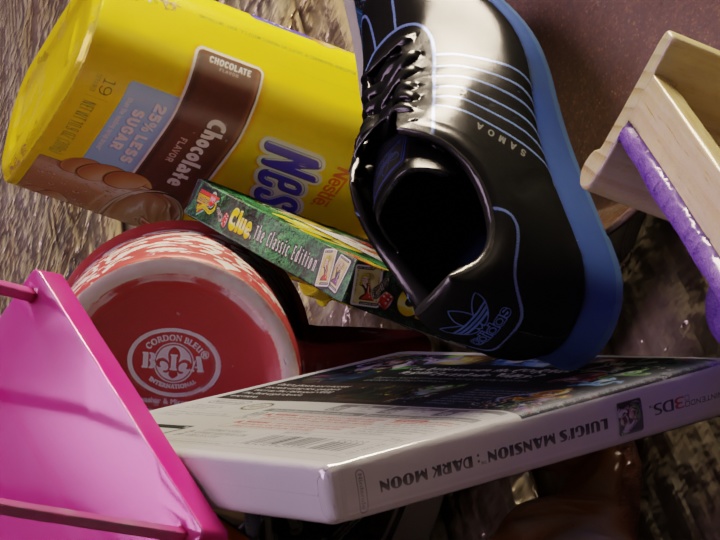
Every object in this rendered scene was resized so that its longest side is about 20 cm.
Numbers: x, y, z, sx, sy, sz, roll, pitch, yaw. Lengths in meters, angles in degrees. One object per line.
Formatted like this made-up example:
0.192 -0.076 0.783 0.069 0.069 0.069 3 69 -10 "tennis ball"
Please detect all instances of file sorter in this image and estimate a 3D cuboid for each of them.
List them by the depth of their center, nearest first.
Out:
-0.173 0.107 0.778 0.200 0.125 0.139 -53 50 19 "file sorter"

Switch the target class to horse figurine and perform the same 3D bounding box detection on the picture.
0.066 0.119 0.799 0.200 0.132 0.050 -134 22 -68 "horse figurine"

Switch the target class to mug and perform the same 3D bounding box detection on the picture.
-0.066 0.033 1.034 0.177 0.133 0.200 -28 2 -2 "mug"

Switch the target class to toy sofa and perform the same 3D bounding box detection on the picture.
0.134 0.012 0.720 0.098 0.083 0.200 -63 21 21 "toy sofa"

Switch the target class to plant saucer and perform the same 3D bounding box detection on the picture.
0.087 -0.097 0.883 0.200 0.037 0.201 -20 63 48 "plant saucer"

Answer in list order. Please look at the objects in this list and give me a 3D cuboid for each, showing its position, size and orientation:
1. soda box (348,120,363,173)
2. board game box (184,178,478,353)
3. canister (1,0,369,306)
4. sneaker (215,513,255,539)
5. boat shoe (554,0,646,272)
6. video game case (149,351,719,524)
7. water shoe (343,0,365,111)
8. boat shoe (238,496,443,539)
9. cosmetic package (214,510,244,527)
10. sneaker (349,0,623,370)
0.059 -0.132 1.083 0.071 0.063 0.200 -4 69 69 "soda box"
0.000 0.000 1.030 0.200 0.105 0.023 28 99 63 "board game box"
-0.065 -0.067 1.154 0.149 0.200 0.087 -46 31 51 "canister"
-0.029 0.139 0.769 0.200 0.078 0.112 48 162 23 "sneaker"
0.104 -0.055 0.925 0.067 0.057 0.200 13 89 53 "boat shoe"
0.005 0.057 0.836 0.200 0.182 0.023 -2 98 54 "video game case"
0.036 -0.100 0.989 0.200 0.071 0.079 68 158 9 "water shoe"
-0.022 0.125 1.068 0.200 0.064 0.071 -52 27 44 "boat shoe"
-0.138 0.131 1.174 0.073 0.200 0.104 -71 20 5 "cosmetic package"
0.030 -0.050 0.847 0.070 0.078 0.200 -50 44 29 "sneaker"
